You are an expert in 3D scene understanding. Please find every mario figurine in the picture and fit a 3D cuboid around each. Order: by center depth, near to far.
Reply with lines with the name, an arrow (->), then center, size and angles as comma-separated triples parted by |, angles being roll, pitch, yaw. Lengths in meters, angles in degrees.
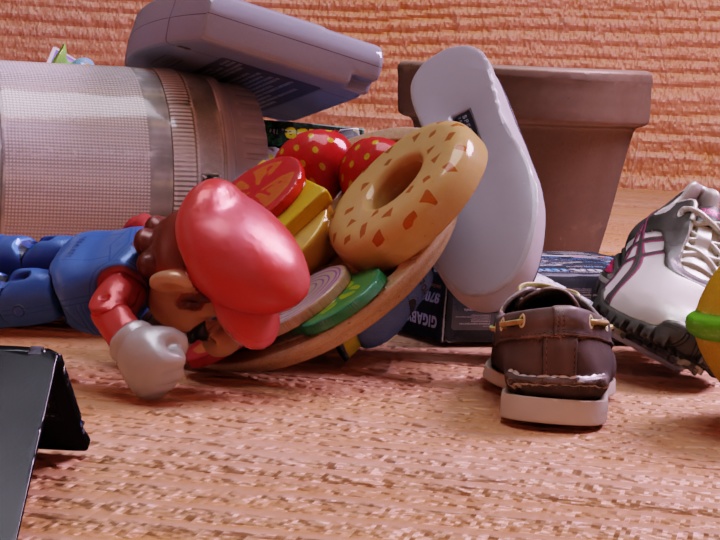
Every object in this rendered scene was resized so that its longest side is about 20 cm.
mario figurine -> -0.117, 0.021, 1.164 | 0.200, 0.124, 0.106 | -6, -25, 24

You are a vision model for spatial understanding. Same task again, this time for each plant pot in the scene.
plant pot -> 0.122, -0.073, 1.740 | 0.200, 0.175, 0.200 | 3, 6, 0

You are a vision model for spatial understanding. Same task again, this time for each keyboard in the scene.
keyboard -> 0.105, 0.008, 1.340 | 0.200, 0.011, 0.056 | 28, 6, 7

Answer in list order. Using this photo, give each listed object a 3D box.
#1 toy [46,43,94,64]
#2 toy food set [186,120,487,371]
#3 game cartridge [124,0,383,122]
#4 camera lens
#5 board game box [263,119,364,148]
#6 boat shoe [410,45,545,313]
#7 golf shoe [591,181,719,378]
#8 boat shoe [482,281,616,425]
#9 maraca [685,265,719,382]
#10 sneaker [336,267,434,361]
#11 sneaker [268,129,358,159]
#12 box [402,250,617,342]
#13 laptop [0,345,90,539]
toy -> -0.145, -0.116, 1.695 | 0.200, 0.047, 0.115 | 26, 21, -11
toy food set -> -0.030, -0.017, 1.241 | 0.198, 0.049, 0.200 | -42, 30, -13
game cartridge -> -0.078, -0.135, 1.420 | 0.133, 0.042, 0.200 | 20, -8, -17
camera lens -> -0.171, -0.048, 1.388 | 0.200, 0.160, 0.160 | 1, 6, -18
board game box -> -0.056, -0.044, 1.579 | 0.105, 0.023, 0.200 | 2, -29, -3
boat shoe -> 0.074, -0.043, 1.307 | 0.071, 0.070, 0.200 | -24, 44, 12
golf shoe -> 0.185, 0.001, 1.320 | 0.077, 0.088, 0.200 | 27, 13, -7
boat shoe -> 0.100, 0.038, 1.173 | 0.072, 0.060, 0.200 | 3, 6, 4
maraca -> 0.245, 0.025, 1.135 | 0.137, 0.107, 0.200 | 6, 6, 34
sneaker -> 0.000, 0.000, 1.338 | 0.078, 0.066, 0.200 | -32, 13, -4
sneaker -> -0.028, -0.033, 1.493 | 0.084, 0.075, 0.200 | -18, -15, -6
box -> 0.108, 0.015, 1.484 | 0.200, 0.046, 0.159 | 0, 6, -25
laptop -> -0.202, 0.079, 0.847 | 0.177, 0.103, 0.200 | 4, -20, -1
